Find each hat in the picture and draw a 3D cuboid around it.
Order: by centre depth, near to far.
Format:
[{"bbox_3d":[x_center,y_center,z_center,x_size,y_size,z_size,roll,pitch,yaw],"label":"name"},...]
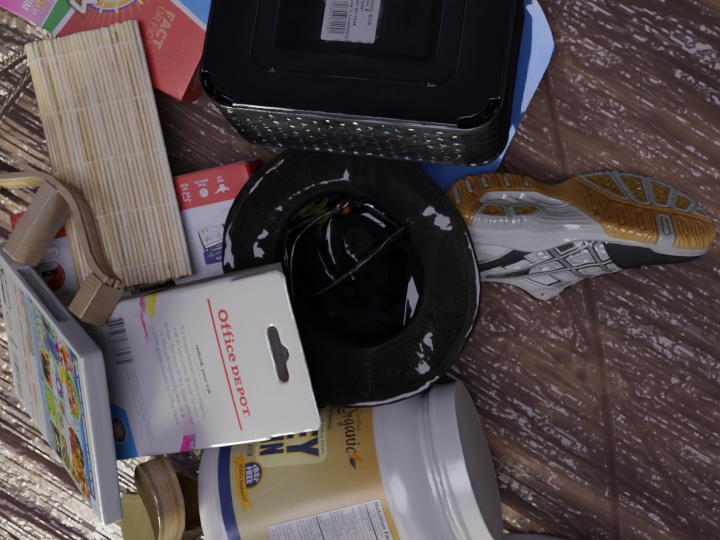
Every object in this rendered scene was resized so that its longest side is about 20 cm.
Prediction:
[{"bbox_3d":[0.000,0.000,0.942,0.200,0.081,0.201,1,92,17],"label":"hat"}]

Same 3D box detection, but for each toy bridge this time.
[{"bbox_3d":[-0.237,-0.036,0.951,0.200,0.027,0.067,36,96,36],"label":"toy bridge"}]

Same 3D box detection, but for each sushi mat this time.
[{"bbox_3d":[-0.191,-0.083,0.967,0.095,0.012,0.200,-12,93,11],"label":"sushi mat"}]

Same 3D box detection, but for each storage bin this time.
[{"bbox_3d":[0.005,-0.154,0.861,0.200,0.094,0.136,7,81,9],"label":"storage bin"}]

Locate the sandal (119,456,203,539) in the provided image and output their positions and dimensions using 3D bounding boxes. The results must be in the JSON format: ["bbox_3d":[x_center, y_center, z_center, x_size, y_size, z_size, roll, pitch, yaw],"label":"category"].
[{"bbox_3d":[-0.138,0.188,0.985,0.070,0.212,0.078,-16,71,-21],"label":"sandal"}]

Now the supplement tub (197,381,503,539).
[{"bbox_3d":[-0.005,0.166,0.954,0.200,0.144,0.145,-16,96,12],"label":"supplement tub"}]

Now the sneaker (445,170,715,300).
[{"bbox_3d":[0.156,-0.021,0.943,0.200,0.076,0.088,4,129,1],"label":"sneaker"}]

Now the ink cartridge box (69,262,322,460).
[{"bbox_3d":[-0.106,0.064,0.913,0.200,0.068,0.115,-12,94,31],"label":"ink cartridge box"}]

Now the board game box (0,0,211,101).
[{"bbox_3d":[-0.186,-0.242,0.976,0.200,0.040,0.153,28,103,5],"label":"board game box"}]

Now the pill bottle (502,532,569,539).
[{"bbox_3d":[0.125,0.311,0.969,0.115,0.116,0.200,3,99,10],"label":"pill bottle"}]

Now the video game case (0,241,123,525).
[{"bbox_3d":[-0.228,0.079,0.955,0.018,0.200,0.143,-16,121,-27],"label":"video game case"}]

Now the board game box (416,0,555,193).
[{"bbox_3d":[0.049,-0.146,0.951,0.158,0.039,0.200,26,109,4],"label":"board game box"}]

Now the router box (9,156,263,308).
[{"bbox_3d":[-0.155,0.020,1.007,0.200,0.049,0.180,-12,96,12],"label":"router box"}]
